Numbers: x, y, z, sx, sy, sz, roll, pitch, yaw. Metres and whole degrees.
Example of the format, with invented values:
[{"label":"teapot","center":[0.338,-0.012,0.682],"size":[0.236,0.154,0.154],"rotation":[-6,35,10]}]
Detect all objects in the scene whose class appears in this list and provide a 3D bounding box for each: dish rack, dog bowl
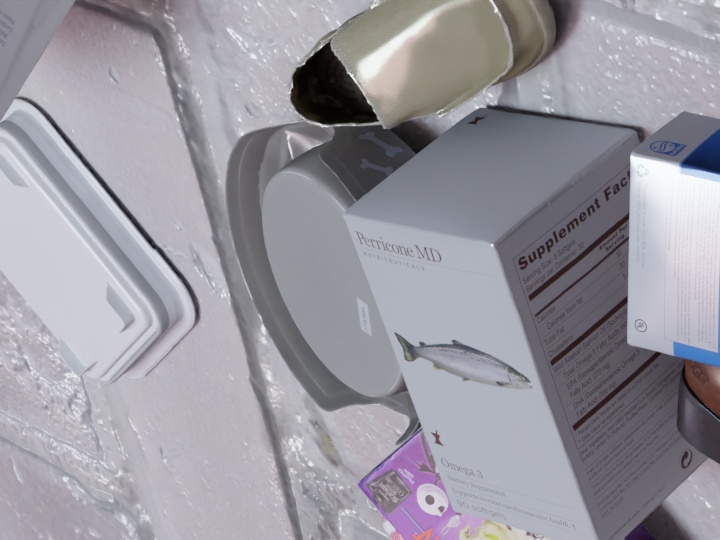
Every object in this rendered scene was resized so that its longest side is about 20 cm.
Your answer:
[{"label":"dish rack","center":[-0.211,-0.010,1.795],"size":[0.200,0.044,0.172],"rotation":[51,150,2]},{"label":"dog bowl","center":[0.000,0.000,1.477],"size":[0.200,0.059,0.200],"rotation":[44,149,36]}]

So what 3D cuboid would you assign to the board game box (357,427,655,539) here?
[{"label":"board game box","center":[0.104,0.165,1.503],"size":[0.200,0.032,0.120],"rotation":[48,127,2]}]

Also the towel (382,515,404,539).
[{"label":"towel","center":[0.119,0.195,1.540],"size":[0.146,0.030,0.200],"rotation":[-33,94,32]}]

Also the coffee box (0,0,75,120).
[{"label":"coffee box","center":[-0.290,-0.191,1.495],"size":[0.200,0.200,0.198],"rotation":[38,157,-26]}]

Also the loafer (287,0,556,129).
[{"label":"loafer","center":[0.029,-0.111,1.346],"size":[0.076,0.068,0.200],"rotation":[55,149,-7]}]

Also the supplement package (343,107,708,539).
[{"label":"supplement package","center":[0.095,0.030,1.361],"size":[0.117,0.117,0.200],"rotation":[13,132,47]}]

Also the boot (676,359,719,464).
[{"label":"boot","center":[0.246,0.031,1.245],"size":[0.188,0.068,0.200],"rotation":[35,136,32]}]

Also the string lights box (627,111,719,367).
[{"label":"string lights box","center":[0.222,0.002,1.167],"size":[0.200,0.059,0.103],"rotation":[15,121,29]}]
